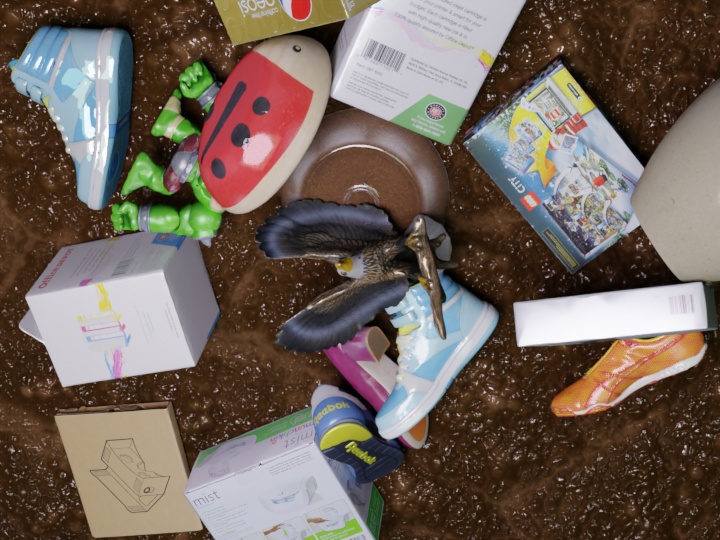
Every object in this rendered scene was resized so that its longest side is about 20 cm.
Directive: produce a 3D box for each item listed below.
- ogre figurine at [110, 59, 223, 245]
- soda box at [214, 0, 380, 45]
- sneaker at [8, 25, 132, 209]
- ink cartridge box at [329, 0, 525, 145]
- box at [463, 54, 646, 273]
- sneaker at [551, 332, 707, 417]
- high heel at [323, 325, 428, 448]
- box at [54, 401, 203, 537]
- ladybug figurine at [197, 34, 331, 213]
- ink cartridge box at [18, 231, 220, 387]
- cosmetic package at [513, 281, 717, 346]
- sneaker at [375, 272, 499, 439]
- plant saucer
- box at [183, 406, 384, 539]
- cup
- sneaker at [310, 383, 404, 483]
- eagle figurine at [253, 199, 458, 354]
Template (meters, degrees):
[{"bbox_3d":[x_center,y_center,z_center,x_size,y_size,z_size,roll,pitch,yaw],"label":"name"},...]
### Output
[{"bbox_3d":[-0.186,-0.113,1.190,0.119,0.098,0.202,29,84,-8],"label":"ogre figurine"},{"bbox_3d":[-0.064,-0.275,1.055,0.198,0.064,0.069,4,123,51],"label":"soda box"},{"bbox_3d":[-0.325,-0.175,1.186,0.128,0.080,0.204,10,108,1],"label":"sneaker"},{"bbox_3d":[0.068,-0.252,1.086,0.143,0.084,0.202,19,118,-16],"label":"ink cartridge box"},{"bbox_3d":[0.225,-0.113,1.175,0.136,0.038,0.200,-36,107,22],"label":"box"},{"bbox_3d":[0.309,0.110,1.270,0.198,0.073,0.078,-32,89,16],"label":"sneaker"},{"bbox_3d":[0.014,0.142,1.329,0.095,0.068,0.201,3,137,41],"label":"high heel"},{"bbox_3d":[-0.308,0.269,1.445,0.160,0.021,0.203,-5,115,10],"label":"box"},{"bbox_3d":[-0.106,-0.152,1.091,0.071,0.135,0.202,24,96,-43],"label":"ladybug figurine"},{"bbox_3d":[-0.287,0.042,1.268,0.196,0.129,0.127,-10,116,13],"label":"ink cartridge box"},{"bbox_3d":[0.280,0.050,1.169,0.196,0.150,0.053,-7,86,23],"label":"cosmetic package"},{"bbox_3d":[0.055,0.086,1.255,0.130,0.079,0.201,40,84,-9],"label":"sneaker"},{"bbox_3d":[0.003,-0.081,1.221,0.196,0.037,0.204,3,118,5],"label":"plant saucer"},{"bbox_3d":[-0.097,0.294,1.388,0.197,0.097,0.178,-24,111,18],"label":"box"},{"bbox_3d":[0.359,-0.069,1.084,0.142,0.201,0.201,-35,108,19],"label":"cup"},{"bbox_3d":[-0.004,0.202,1.326,0.073,0.083,0.201,-31,145,2],"label":"sneaker"},{"bbox_3d":[-0.004,-0.003,1.170,0.197,0.154,0.151,-10,143,32],"label":"eagle figurine"}]
